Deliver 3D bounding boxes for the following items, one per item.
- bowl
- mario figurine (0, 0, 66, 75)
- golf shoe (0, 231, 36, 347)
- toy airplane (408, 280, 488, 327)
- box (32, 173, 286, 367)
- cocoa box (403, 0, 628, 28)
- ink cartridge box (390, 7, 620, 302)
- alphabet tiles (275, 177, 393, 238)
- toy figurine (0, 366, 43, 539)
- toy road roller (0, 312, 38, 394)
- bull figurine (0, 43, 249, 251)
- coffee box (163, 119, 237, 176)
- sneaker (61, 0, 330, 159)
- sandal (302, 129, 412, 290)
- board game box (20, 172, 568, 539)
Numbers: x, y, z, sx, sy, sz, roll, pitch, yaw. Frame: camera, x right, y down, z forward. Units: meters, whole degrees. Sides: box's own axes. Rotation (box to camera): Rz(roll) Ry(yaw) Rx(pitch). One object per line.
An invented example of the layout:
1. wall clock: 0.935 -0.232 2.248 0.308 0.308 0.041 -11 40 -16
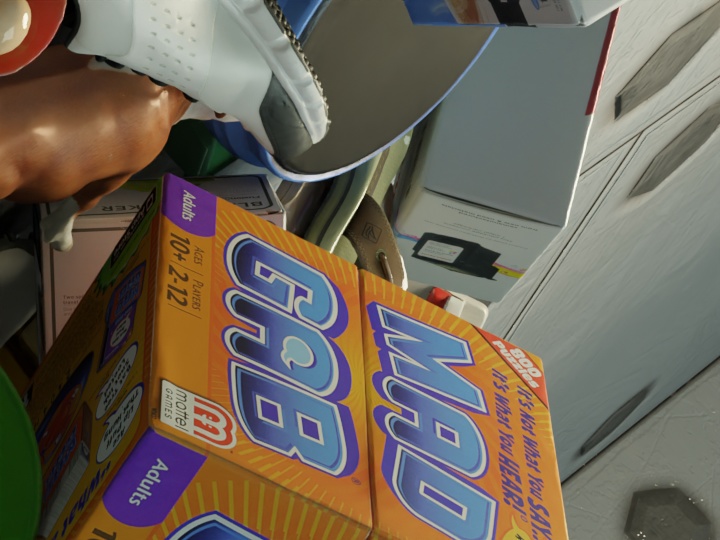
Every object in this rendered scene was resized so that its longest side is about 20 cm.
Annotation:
1. bowl: 0.010 -0.125 1.320 0.201 0.039 0.201 -40 157 -21
2. mario figurine: -0.145 -0.109 0.914 0.123 0.106 0.200 -11 165 13
3. golf shoe: -0.204 0.059 1.329 0.200 0.094 0.078 -37 165 -33
4. toy airplane: 0.020 0.087 2.077 0.200 0.141 0.199 77 22 -66
5. box: -0.095 0.057 1.339 0.117 0.200 0.060 -4 -159 -8
6. cocoa box: 0.106 -0.204 1.205 0.200 0.133 0.131 -32 -159 -26
7. ink cartridge box: 0.074 -0.078 1.571 0.200 0.083 0.146 120 -14 -76
8. alphabet tiles: -0.024 0.000 1.474 0.200 0.015 0.196 91 21 -50
9. toy figurine: -0.251 0.082 1.168 0.150 0.200 0.184 -45 -170 -30
10. toy road roller: -0.174 0.093 1.469 0.200 0.123 0.146 -38 172 -2
11. bull figurine: -0.130 -0.057 1.208 0.200 0.065 0.121 -11 149 -43
12. coffee box: -0.012 -0.135 1.394 0.200 0.044 0.123 -37 165 -29
13. sneaker: -0.079 -0.107 1.137 0.080 0.074 0.200 -34 136 3
14. sandal: 0.000 -0.001 1.396 0.080 0.057 0.201 98 11 -63
15. board game box: -0.049 0.122 1.209 0.200 0.200 0.200 -55 -161 26
